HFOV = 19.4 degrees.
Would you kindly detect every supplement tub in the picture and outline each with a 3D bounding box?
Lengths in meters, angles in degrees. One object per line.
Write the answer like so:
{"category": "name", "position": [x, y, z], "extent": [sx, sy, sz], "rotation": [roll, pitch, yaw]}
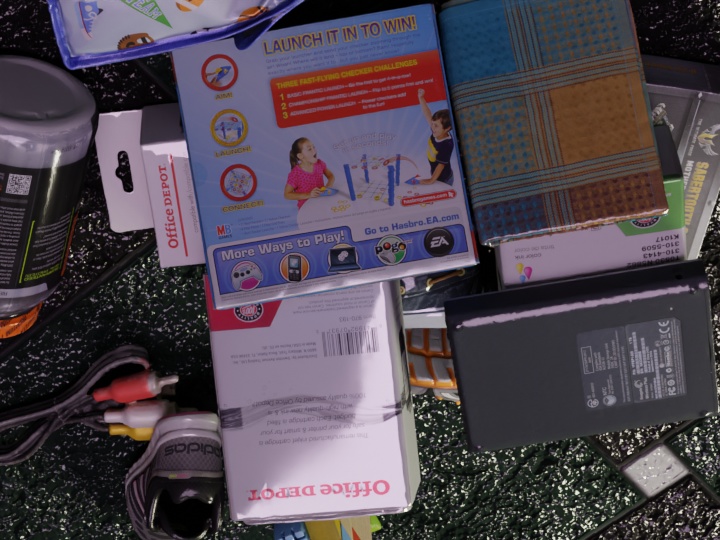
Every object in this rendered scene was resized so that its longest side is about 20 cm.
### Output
{"category": "supplement tub", "position": [-0.277, -0.054, 1.620], "extent": [0.122, 0.123, 0.200], "rotation": [11, 122, -11]}

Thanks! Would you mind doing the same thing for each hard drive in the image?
{"category": "hard drive", "position": [0.171, 0.068, 1.624], "extent": [0.200, 0.033, 0.140], "rotation": [-9, 126, 3]}

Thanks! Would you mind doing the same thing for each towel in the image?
{"category": "towel", "position": [0.143, -0.122, 1.574], "extent": [0.146, 0.200, 0.022], "rotation": [-10, 160, 2]}

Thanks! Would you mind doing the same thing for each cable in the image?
{"category": "cable", "position": [-0.238, 0.121, 1.780], "extent": [0.200, 0.050, 0.097], "rotation": [-15, 131, 5]}

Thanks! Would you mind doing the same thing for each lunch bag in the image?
{"category": "lunch bag", "position": [-0.119, -0.235, 1.479], "extent": [0.200, 0.170, 0.124], "rotation": [-12, 127, 4]}

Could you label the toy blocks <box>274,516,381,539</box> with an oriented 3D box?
{"category": "toy blocks", "position": [-0.042, 0.202, 1.798], "extent": [0.100, 0.137, 0.200], "rotation": [-22, 123, 11]}

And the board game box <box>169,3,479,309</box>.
{"category": "board game box", "position": [-0.027, -0.083, 1.565], "extent": [0.200, 0.056, 0.196], "rotation": [-9, 89, 0]}

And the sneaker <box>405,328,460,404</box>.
{"category": "sneaker", "position": [0.107, 0.086, 1.769], "extent": [0.200, 0.078, 0.077], "rotation": [1, 137, 1]}

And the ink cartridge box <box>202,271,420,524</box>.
{"category": "ink cartridge box", "position": [-0.036, 0.088, 1.653], "extent": [0.145, 0.083, 0.200], "rotation": [-5, 98, 7]}

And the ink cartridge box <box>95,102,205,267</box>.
{"category": "ink cartridge box", "position": [-0.106, -0.071, 1.651], "extent": [0.200, 0.068, 0.116], "rotation": [-6, 122, 1]}

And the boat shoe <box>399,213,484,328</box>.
{"category": "boat shoe", "position": [0.000, 0.000, 1.712], "extent": [0.200, 0.071, 0.091], "rotation": [-6, 118, -3]}

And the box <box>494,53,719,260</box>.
{"category": "box", "position": [0.205, -0.076, 1.679], "extent": [0.158, 0.048, 0.200], "rotation": [6, 124, -8]}

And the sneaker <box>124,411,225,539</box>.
{"category": "sneaker", "position": [-0.158, 0.199, 1.794], "extent": [0.074, 0.088, 0.200], "rotation": [6, 147, -14]}

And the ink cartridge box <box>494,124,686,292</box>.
{"category": "ink cartridge box", "position": [0.180, -0.002, 1.647], "extent": [0.145, 0.084, 0.200], "rotation": [-7, 125, 2]}
